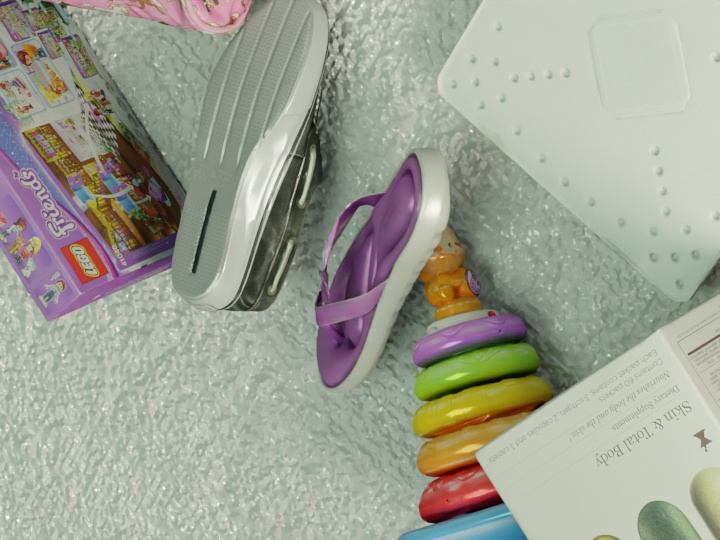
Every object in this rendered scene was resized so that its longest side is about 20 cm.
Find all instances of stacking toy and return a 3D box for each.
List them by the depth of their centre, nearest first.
[{"bbox_3d":[0.069,0.064,1.738,0.109,0.116,0.201,-20,79,31],"label":"stacking toy"}]

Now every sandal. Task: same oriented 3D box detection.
[{"bbox_3d":[-0.001,-0.006,1.750,0.203,0.050,0.083,118,153,-45],"label":"sandal"}]

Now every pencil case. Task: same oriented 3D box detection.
[{"bbox_3d":[-0.152,-0.198,1.797,0.199,0.086,0.083,15,94,34],"label":"pencil case"}]

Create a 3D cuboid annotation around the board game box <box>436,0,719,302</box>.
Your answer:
[{"bbox_3d":[0.161,-0.117,1.644,0.200,0.026,0.200,43,124,17],"label":"board game box"}]

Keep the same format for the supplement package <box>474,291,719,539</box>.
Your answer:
[{"bbox_3d":[0.201,0.129,1.619,0.152,0.151,0.200,-37,83,37],"label":"supplement package"}]

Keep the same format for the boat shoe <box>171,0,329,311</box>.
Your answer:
[{"bbox_3d":[-0.057,-0.070,1.790,0.072,0.071,0.201,27,100,41],"label":"boat shoe"}]

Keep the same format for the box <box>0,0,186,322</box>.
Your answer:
[{"bbox_3d":[-0.196,-0.077,1.841,0.039,0.137,0.200,-38,82,37],"label":"box"}]
